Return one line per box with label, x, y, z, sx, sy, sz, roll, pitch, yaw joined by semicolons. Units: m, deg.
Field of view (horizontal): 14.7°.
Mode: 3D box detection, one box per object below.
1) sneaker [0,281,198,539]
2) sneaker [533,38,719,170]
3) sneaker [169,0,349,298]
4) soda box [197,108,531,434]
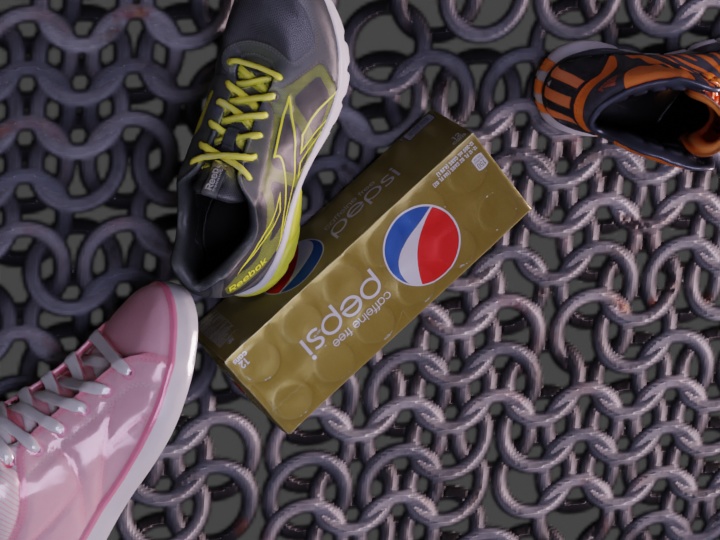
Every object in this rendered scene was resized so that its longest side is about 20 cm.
sneaker;-0.174;0.088;1.600;0.105;0.075;0.201;22;102;-33
sneaker;0.212;-0.094;1.686;0.199;0.112;0.078;-5;109;-22
sneaker;-0.059;-0.073;1.578;0.074;0.085;0.201;13;106;16
soda box;0.000;0.000;1.653;0.200;0.064;0.068;-42;118;-5
